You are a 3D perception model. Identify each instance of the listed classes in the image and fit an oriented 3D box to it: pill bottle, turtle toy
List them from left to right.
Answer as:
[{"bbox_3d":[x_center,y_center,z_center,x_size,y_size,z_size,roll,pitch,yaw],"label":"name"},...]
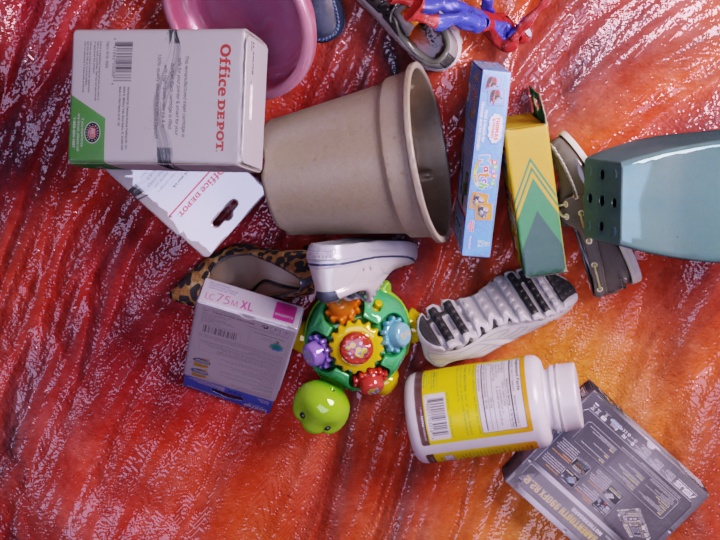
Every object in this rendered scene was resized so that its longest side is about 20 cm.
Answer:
[{"bbox_3d":[-0.014,0.100,1.568,0.145,0.101,0.201,27,102,-4],"label":"turtle toy"},{"bbox_3d":[0.157,0.160,1.562,0.199,0.109,0.110,-9,102,11],"label":"pill bottle"}]

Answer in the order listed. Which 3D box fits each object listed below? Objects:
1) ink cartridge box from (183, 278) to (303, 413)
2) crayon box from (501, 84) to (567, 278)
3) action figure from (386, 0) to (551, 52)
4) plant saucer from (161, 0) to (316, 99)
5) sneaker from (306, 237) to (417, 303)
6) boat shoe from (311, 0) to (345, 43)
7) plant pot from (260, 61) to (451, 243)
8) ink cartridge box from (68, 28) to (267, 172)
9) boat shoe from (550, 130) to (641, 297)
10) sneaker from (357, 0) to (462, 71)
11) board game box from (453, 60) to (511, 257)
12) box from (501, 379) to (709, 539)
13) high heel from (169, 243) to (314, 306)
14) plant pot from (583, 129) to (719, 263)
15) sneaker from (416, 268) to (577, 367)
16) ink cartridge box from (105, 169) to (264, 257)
[{"bbox_3d":[-0.141,0.092,1.563,0.119,0.042,0.200,17,142,-2],"label":"ink cartridge box"},{"bbox_3d":[0.190,-0.103,1.507,0.051,0.127,0.201,-8,101,3],"label":"crayon box"},{"bbox_3d":[0.134,-0.297,1.453,0.199,0.065,0.099,10,124,-44],"label":"action figure"},{"bbox_3d":[-0.128,-0.288,1.471,0.200,0.051,0.201,19,132,23],"label":"plant saucer"},{"bbox_3d":[0.000,0.000,1.505,0.073,0.200,0.071,5,96,33],"label":"sneaker"},{"bbox_3d":[-0.085,-0.343,1.489,0.084,0.069,0.200,-32,100,8],"label":"boat shoe"},{"bbox_3d":[-0.008,-0.116,1.488,0.182,0.200,0.202,-9,102,14],"label":"plant pot"},{"bbox_3d":[-0.205,-0.181,1.433,0.199,0.083,0.148,3,89,14],"label":"ink cartridge box"},{"bbox_3d":[0.260,-0.063,1.541,0.060,0.072,0.202,-27,104,2],"label":"boat shoe"},{"bbox_3d":[0.040,-0.305,1.490,0.074,0.079,0.200,-44,97,12],"label":"sneaker"},{"bbox_3d":[0.134,-0.129,1.489,0.036,0.151,0.201,5,103,0],"label":"board game box"},{"bbox_3d":[0.298,0.258,1.622,0.200,0.048,0.158,41,101,-6],"label":"box"},{"bbox_3d":[-0.134,0.013,1.530,0.199,0.143,0.072,-15,101,5],"label":"high heel"},{"bbox_3d":[0.354,-0.080,1.465,0.199,0.141,0.142,-4,99,-18],"label":"plant pot"},{"bbox_3d":[0.161,0.058,1.577,0.199,0.075,0.081,-18,145,-8],"label":"sneaker"},{"bbox_3d":[-0.212,-0.125,1.540,0.200,0.068,0.116,43,99,-7],"label":"ink cartridge box"}]
